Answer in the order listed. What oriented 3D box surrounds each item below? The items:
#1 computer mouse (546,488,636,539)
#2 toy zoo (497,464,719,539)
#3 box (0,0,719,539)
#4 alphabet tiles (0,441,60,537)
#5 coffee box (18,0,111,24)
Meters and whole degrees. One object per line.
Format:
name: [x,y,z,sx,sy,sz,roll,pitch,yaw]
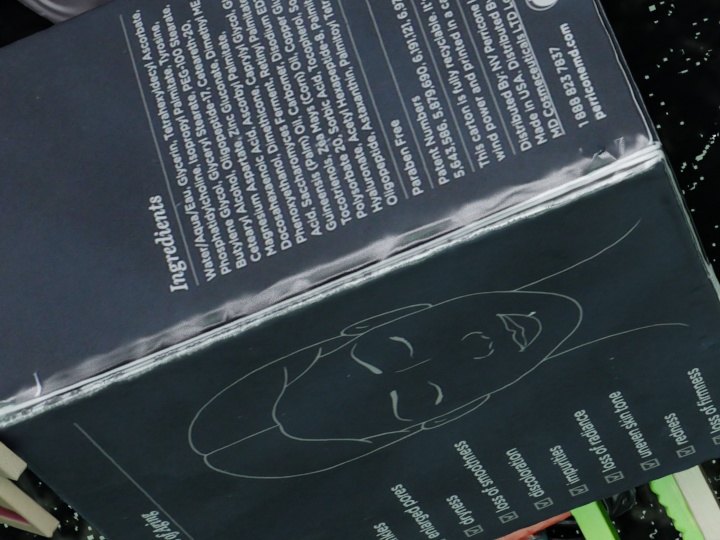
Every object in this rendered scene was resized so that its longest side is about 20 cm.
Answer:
computer mouse: [0.033,0.148,0.976,0.138,0.053,0.201,-2,109,-2]
toy zoo: [0.022,0.096,0.918,0.200,0.020,0.131,-26,108,8]
box: [0.000,0.000,0.790,0.196,0.124,0.200,-23,150,6]
alphabet tiles: [-0.176,0.009,0.732,0.200,0.167,0.008,44,70,-26]
coffee box: [-0.018,-0.132,0.774,0.123,0.044,0.200,35,126,-23]
